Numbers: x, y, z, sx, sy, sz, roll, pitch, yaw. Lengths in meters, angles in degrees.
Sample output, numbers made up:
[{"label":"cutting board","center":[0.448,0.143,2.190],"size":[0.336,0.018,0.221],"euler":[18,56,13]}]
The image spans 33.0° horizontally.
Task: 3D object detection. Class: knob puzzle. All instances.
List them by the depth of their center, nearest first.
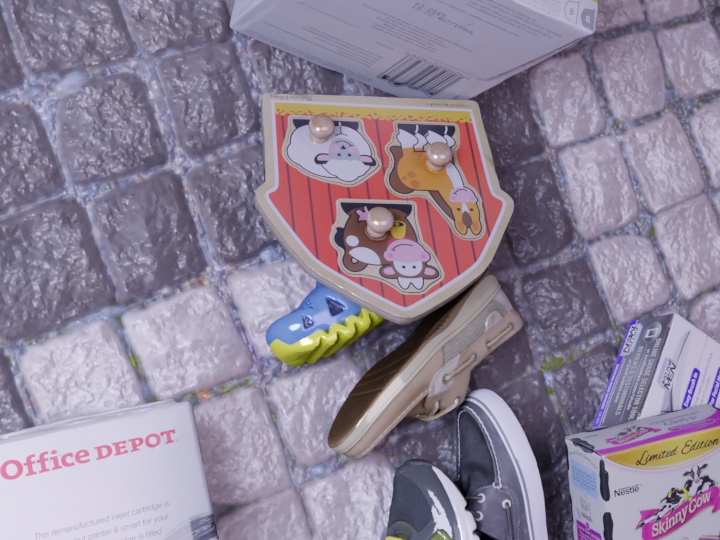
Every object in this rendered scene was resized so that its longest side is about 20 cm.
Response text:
[{"label":"knob puzzle","center":[0.022,-0.054,0.894],"size":[0.219,0.030,0.220],"euler":[7,56,-11]}]

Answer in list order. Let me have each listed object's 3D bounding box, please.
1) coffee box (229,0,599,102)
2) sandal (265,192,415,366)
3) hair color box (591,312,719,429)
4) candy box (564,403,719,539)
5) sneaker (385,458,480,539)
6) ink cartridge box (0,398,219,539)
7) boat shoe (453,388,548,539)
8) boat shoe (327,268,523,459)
[{"label":"coffee box","center":[0.048,-0.265,0.914],"size":[0.200,0.200,0.198],"euler":[18,72,-25]},{"label":"sandal","center":[0.000,0.000,0.915],"size":[0.200,0.079,0.087],"euler":[-35,90,-36]},{"label":"hair color box","center":[0.307,0.134,1.058],"size":[0.200,0.065,0.109],"euler":[34,67,-21]},{"label":"candy box","center":[0.243,0.219,0.967],"size":[0.136,0.061,0.200],"euler":[-11,100,-18]},{"label":"sneaker","center":[0.038,0.239,0.884],"size":[0.085,0.074,0.200],"euler":[-1,81,-28]},{"label":"ink cartridge box","center":[-0.168,0.194,0.775],"size":[0.145,0.083,0.200],"euler":[-9,84,-29]},{"label":"boat shoe","center":[0.098,0.194,0.934],"size":[0.066,0.070,0.200],"euler":[-13,94,-31]},{"label":"boat shoe","center":[0.055,0.081,0.927],"size":[0.065,0.072,0.200],"euler":[51,56,-8]}]
